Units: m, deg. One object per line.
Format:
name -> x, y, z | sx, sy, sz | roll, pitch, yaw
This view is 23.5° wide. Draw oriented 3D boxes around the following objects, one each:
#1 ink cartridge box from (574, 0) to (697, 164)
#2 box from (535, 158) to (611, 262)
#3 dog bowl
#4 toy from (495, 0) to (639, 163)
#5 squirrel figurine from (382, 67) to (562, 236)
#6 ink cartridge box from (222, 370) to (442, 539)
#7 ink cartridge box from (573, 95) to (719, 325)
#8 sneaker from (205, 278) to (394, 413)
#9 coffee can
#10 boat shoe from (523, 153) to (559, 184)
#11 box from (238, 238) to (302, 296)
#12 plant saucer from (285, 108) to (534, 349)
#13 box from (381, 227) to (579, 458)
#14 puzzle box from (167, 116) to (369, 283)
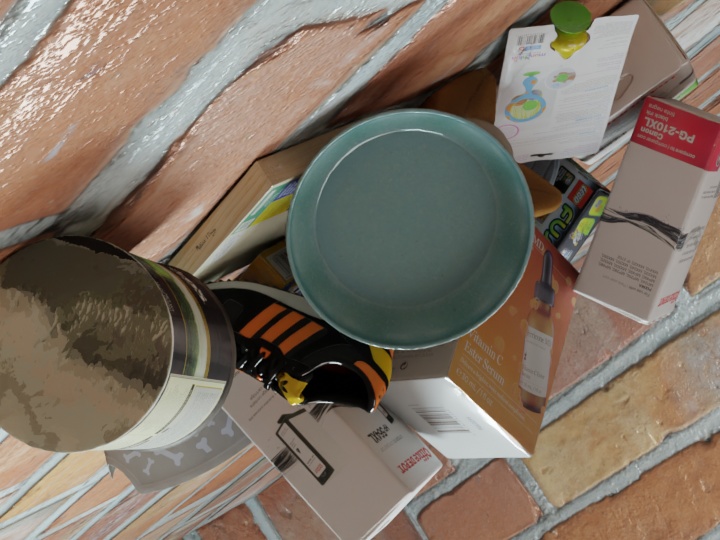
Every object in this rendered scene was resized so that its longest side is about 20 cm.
ink cartridge box -> 0.249, -0.184, 1.708 | 0.145, 0.084, 0.200 | -36, 171, 10
box -> 0.165, -0.028, 1.787 | 0.035, 0.110, 0.201 | 19, 111, -49
dog bowl -> -0.185, 0.154, 1.820 | 0.199, 0.059, 0.200 | -23, -162, 8
toy -> 0.170, -0.169, 1.536 | 0.114, 0.048, 0.200 | -8, 152, -9
squirrel figurine -> 0.045, -0.048, 1.500 | 0.199, 0.142, 0.187 | -27, 167, -36
ink cartridge box -> -0.030, 0.143, 1.579 | 0.084, 0.200, 0.146 | -45, 173, 13
ink cartridge box -> 0.290, -0.060, 1.674 | 0.145, 0.084, 0.202 | -10, 122, -69
sneaker -> -0.069, 0.069, 1.452 | 0.090, 0.198, 0.070 | -83, -175, -50
coffee can -> -0.181, 0.058, 1.251 | 0.146, 0.147, 0.200 | -34, 171, 4
boat shoe -> 0.129, -0.056, 1.755 | 0.200, 0.072, 0.062 | -52, -177, 14
box -> -0.098, 0.041, 1.570 | 0.200, 0.041, 0.119 | -52, 169, 35
plant saucer -> 0.038, -0.036, 1.378 | 0.199, 0.201, 0.036 | -34, -160, 6
box -> 0.107, 0.054, 1.630 | 0.106, 0.152, 0.201 | -6, -126, 41
puzzle box -> -0.078, -0.050, 1.441 | 0.133, 0.026, 0.200 | -25, 168, -42
